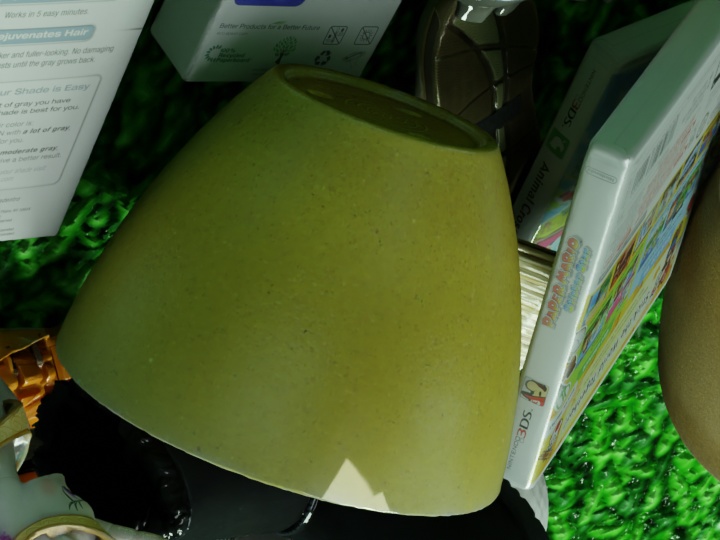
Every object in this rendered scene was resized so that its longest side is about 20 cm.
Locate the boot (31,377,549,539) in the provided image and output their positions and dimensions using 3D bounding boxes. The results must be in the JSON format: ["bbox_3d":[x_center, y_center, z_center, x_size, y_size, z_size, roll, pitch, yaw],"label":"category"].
[{"bbox_3d":[-0.034,0.097,1.276,0.162,0.198,0.073,3,115,-48],"label":"boot"}]

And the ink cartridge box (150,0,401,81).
[{"bbox_3d":[-0.004,-0.163,1.223,0.099,0.039,0.200,-2,135,-41],"label":"ink cartridge box"}]

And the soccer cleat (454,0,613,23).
[{"bbox_3d":[0.094,-0.159,1.247,0.200,0.070,0.086,-26,152,-56],"label":"soccer cleat"}]

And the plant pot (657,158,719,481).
[{"bbox_3d":[0.231,0.001,1.457,0.186,0.186,0.200,-32,153,-5],"label":"plant pot"}]

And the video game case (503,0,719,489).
[{"bbox_3d":[0.122,-0.025,1.324,0.200,0.023,0.182,-51,160,-52],"label":"video game case"}]

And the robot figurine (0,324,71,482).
[{"bbox_3d":[-0.187,0.094,1.310,0.200,0.058,0.145,-21,101,-35],"label":"robot figurine"}]

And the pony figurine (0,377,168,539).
[{"bbox_3d":[-0.194,0.068,1.190,0.193,0.200,0.167,-8,138,-36],"label":"pony figurine"}]

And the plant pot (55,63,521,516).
[{"bbox_3d":[-0.013,-0.004,1.247,0.200,0.200,0.142,5,109,-45],"label":"plant pot"}]

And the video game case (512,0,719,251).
[{"bbox_3d":[0.146,-0.062,1.456,0.200,0.022,0.182,-24,148,-44],"label":"video game case"}]

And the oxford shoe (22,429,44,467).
[{"bbox_3d":[-0.184,0.105,1.379,0.200,0.058,0.075,1,134,-41],"label":"oxford shoe"}]

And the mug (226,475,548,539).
[{"bbox_3d":[0.019,0.095,1.491,0.175,0.147,0.200,7,99,-56],"label":"mug"}]

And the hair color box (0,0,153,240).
[{"bbox_3d":[-0.142,-0.101,1.155,0.099,0.061,0.200,-7,138,-37],"label":"hair color box"}]

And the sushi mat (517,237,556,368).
[{"bbox_3d":[0.000,0.000,1.366,0.200,0.012,0.096,19,130,-20],"label":"sushi mat"}]

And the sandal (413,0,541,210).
[{"bbox_3d":[0.040,-0.068,1.370,0.080,0.054,0.200,-31,144,-26],"label":"sandal"}]
